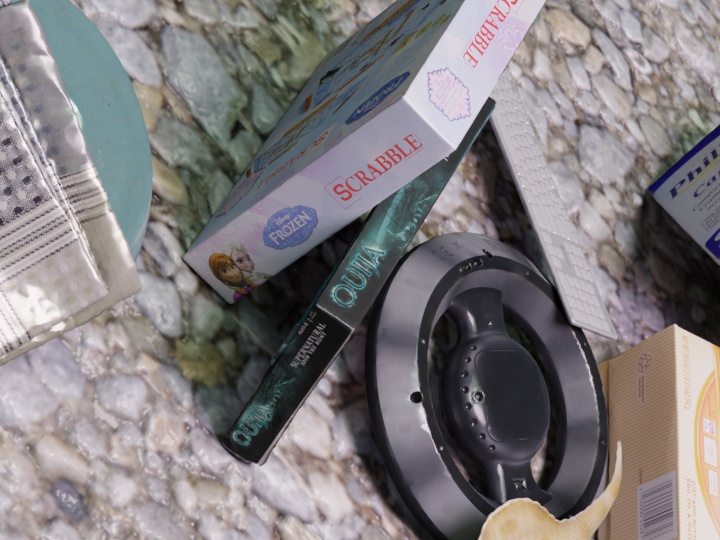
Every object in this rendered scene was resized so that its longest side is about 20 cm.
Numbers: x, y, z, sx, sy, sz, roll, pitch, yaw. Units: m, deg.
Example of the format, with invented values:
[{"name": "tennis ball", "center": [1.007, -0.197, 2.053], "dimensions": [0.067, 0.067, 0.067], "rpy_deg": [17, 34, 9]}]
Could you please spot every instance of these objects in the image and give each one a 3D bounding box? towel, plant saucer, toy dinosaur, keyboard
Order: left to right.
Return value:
[{"name": "towel", "center": [-0.214, -0.033, 1.077], "dimensions": [0.199, 0.034, 0.194], "rpy_deg": [-30, 105, -24]}, {"name": "plant saucer", "center": [-0.164, -0.071, 1.183], "dimensions": [0.200, 0.036, 0.201], "rpy_deg": [33, 48, -45]}, {"name": "toy dinosaur", "center": [0.096, 0.168, 1.284], "dimensions": [0.199, 0.058, 0.102], "rpy_deg": [-21, 110, -36]}, {"name": "keyboard", "center": [0.109, -0.049, 1.441], "dimensions": [0.056, 0.011, 0.201], "rpy_deg": [28, 38, -57]}]

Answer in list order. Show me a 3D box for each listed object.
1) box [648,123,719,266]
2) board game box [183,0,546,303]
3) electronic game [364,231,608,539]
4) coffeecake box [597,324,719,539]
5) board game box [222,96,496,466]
[{"name": "box", "center": [0.298, -0.003, 1.487], "dimensions": [0.184, 0.105, 0.200], "rpy_deg": [45, 6, -15]}, {"name": "board game box", "center": [0.013, -0.093, 1.275], "dimensions": [0.041, 0.200, 0.200], "rpy_deg": [44, 46, -12]}, {"name": "electronic game", "center": [0.076, 0.076, 1.355], "dimensions": [0.199, 0.041, 0.201], "rpy_deg": [19, 62, -41]}, {"name": "coffeecake box", "center": [0.240, 0.146, 1.445], "dimensions": [0.199, 0.073, 0.154], "rpy_deg": [25, 52, -32]}, {"name": "board game box", "center": [0.000, 0.000, 1.261], "dimensions": [0.028, 0.135, 0.200], "rpy_deg": [33, 46, -1]}]
